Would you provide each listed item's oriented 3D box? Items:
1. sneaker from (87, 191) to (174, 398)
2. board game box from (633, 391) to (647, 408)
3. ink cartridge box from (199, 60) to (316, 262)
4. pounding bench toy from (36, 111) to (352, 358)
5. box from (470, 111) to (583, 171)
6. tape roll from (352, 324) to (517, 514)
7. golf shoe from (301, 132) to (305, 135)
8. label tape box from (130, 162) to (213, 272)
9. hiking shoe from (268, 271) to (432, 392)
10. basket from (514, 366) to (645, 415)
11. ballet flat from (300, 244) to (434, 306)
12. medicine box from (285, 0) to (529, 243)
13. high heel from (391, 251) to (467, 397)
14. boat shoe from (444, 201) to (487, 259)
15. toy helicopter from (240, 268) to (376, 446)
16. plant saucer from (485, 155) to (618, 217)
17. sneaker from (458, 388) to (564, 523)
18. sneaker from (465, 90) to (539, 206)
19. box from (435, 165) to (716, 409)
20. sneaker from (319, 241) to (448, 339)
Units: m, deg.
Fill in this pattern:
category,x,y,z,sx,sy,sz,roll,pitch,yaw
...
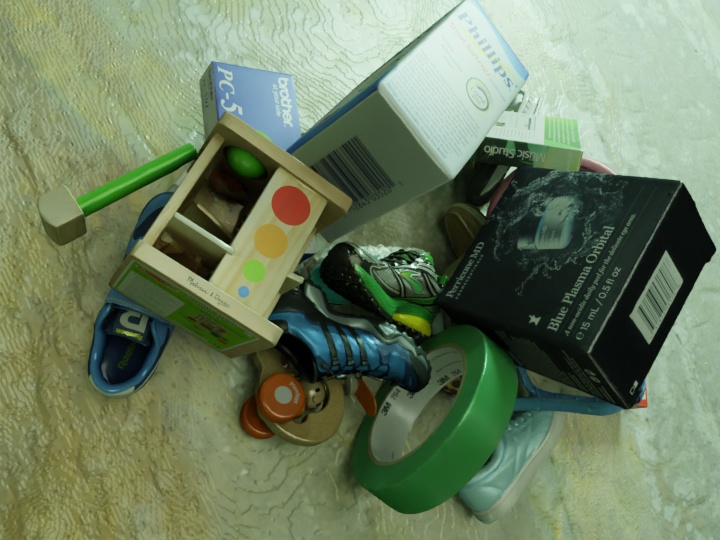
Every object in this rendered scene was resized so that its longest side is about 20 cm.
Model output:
category,x,y,z,sx,sy,sz,roll,pitch,yaw
sneaker,-0.193,0.026,0.611,0.074,0.082,0.201,18,90,-9
board game box,0.338,0.089,0.961,0.151,0.046,0.201,13,70,-26
ink cartridge box,-0.106,-0.108,0.685,0.094,0.044,0.201,-1,75,-33
pounding bench toy,-0.135,-0.049,0.550,0.200,0.124,0.156,34,66,-16
box,0.172,-0.168,0.837,0.199,0.037,0.144,9,28,12
tape roll,0.074,0.150,0.697,0.048,0.200,0.201,40,60,-15
golf shoe,-0.010,-0.149,0.809,0.088,0.077,0.200,45,37,23
label tape box,-0.125,-0.070,0.726,0.143,0.066,0.200,41,61,-14
hiking shoe,-0.023,0.083,0.667,0.199,0.074,0.087,29,56,-10
basket,0.245,0.104,0.788,0.200,0.176,0.140,-43,117,-44
ballet flat,0.000,0.000,0.771,0.199,0.072,0.072,0,76,-42
medicine box,0.038,-0.146,0.660,0.103,0.182,0.200,49,51,-14
high heel,0.152,0.056,0.819,0.200,0.071,0.143,-43,95,0
boat shoe,0.158,0.009,0.870,0.076,0.072,0.201,-33,94,-21
toy helicopter,-0.050,0.089,0.722,0.132,0.079,0.201,13,57,-20
plant saucer,0.269,-0.056,0.893,0.201,0.200,0.051,61,27,-1
sneaker,0.183,0.205,0.822,0.082,0.074,0.200,49,57,-12
sneaker,0.180,-0.180,0.944,0.084,0.075,0.201,25,67,6
box,0.221,0.007,0.706,0.117,0.200,0.197,43,74,-36
sneaker,0.029,0.007,0.710,0.200,0.078,0.086,30,85,-56
